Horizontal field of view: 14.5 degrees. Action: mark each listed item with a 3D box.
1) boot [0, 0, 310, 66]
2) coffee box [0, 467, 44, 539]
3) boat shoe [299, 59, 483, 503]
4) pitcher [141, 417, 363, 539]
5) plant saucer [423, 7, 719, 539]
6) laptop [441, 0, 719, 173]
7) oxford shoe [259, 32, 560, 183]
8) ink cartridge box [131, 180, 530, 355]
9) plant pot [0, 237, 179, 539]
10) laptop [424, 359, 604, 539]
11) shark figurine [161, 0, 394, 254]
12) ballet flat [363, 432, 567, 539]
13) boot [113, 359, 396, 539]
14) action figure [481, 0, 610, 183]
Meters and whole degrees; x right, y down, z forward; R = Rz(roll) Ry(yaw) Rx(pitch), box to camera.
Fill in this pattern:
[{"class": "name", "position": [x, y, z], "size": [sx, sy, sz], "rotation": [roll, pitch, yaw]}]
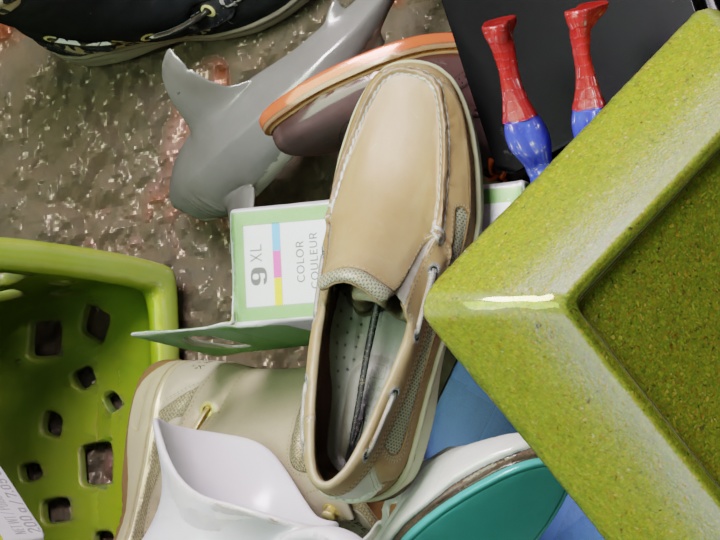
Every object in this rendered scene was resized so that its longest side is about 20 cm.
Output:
[{"class": "boot", "position": [-0.120, -0.161, 1.439], "size": [0.203, 0.153, 0.074], "rotation": [-17, 75, 30]}, {"class": "coffee box", "position": [-0.299, 0.129, 1.256], "size": [0.200, 0.197, 0.200], "rotation": [49, 121, 33]}, {"class": "boat shoe", "position": [0.010, 0.003, 1.251], "size": [0.071, 0.076, 0.201], "rotation": [4, 86, 20]}, {"class": "pitcher", "position": [-0.068, 0.190, 1.293], "size": [0.171, 0.121, 0.201], "rotation": [29, 100, 54]}, {"class": "plant saucer", "position": [0.157, 0.021, 1.185], "size": [0.200, 0.200, 0.048], "rotation": [-45, 14, -22]}, {"class": "laptop", "position": [0.144, -0.155, 1.302], "size": [0.103, 0.199, 0.178], "rotation": [131, 126, -61]}, {"class": "oxford shoe", "position": [0.053, -0.073, 1.332], "size": [0.199, 0.071, 0.073], "rotation": [-11, 81, 2]}, {"class": "ink cartridge box", "position": [0.000, 0.000, 1.351], "size": [0.199, 0.104, 0.060], "rotation": [-6, 83, 19]}, {"class": "plant pot", "position": [-0.221, 0.091, 1.452], "size": [0.181, 0.199, 0.200], "rotation": [-5, 82, 39]}, {"class": "laptop", "position": [0.066, 0.147, 1.311], "size": [0.115, 0.200, 0.188], "rotation": [25, 99, -2]}, {"class": "shark figurine", "position": [-0.048, -0.099, 1.395], "size": [0.089, 0.128, 0.215], "rotation": [36, 114, -13]}, {"class": "ballet flat", "position": [0.026, 0.130, 1.312], "size": [0.070, 0.069, 0.200], "rotation": [52, 124, 26]}, {"class": "boot", "position": [-0.047, 0.140, 1.399], "size": [0.155, 0.073, 0.201], "rotation": [-5, 75, 39]}, {"class": "action figure", "position": [0.107, -0.020, 1.252], "size": [0.065, 0.099, 0.201], "rotation": [-7, 100, 21]}]
